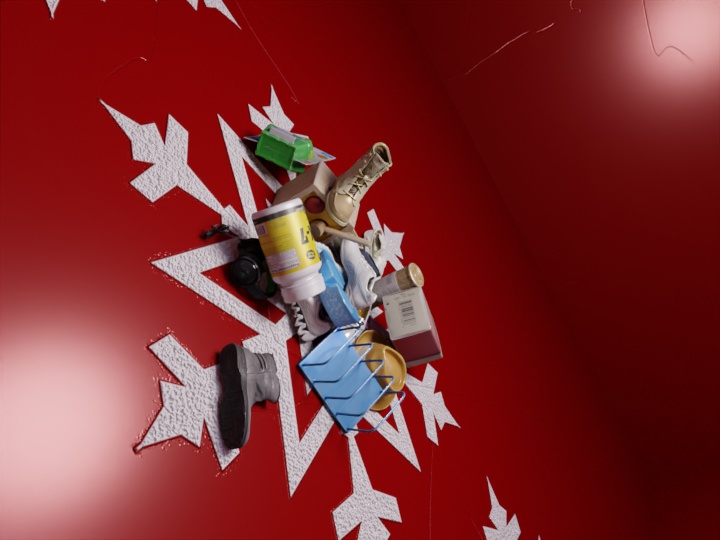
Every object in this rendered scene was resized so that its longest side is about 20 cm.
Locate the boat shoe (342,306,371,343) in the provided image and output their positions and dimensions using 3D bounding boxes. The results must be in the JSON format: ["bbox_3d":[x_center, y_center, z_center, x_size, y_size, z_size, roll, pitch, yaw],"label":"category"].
[{"bbox_3d":[-0.022,0.138,1.457,0.071,0.069,0.200,55,33,-12],"label":"boat shoe"}]

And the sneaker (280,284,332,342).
[{"bbox_3d":[-0.128,0.058,1.328,0.202,0.080,0.075,67,16,-4],"label":"sneaker"}]

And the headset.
[{"bbox_3d":[-0.250,-0.020,1.249,0.124,0.093,0.201,-86,154,-47],"label":"headset"}]

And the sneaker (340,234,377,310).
[{"bbox_3d":[0.000,0.000,1.468,0.070,0.079,0.203,19,57,-56],"label":"sneaker"}]

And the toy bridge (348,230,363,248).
[{"bbox_3d":[-0.016,-0.060,1.663,0.067,0.027,0.203,17,54,-55],"label":"toy bridge"}]

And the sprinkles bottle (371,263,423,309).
[{"bbox_3d":[0.071,0.049,1.543,0.068,0.199,0.069,36,40,-38],"label":"sprinkles bottle"}]

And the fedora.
[{"bbox_3d":[0.057,0.247,1.452,0.199,0.081,0.204,17,68,-47],"label":"fedora"}]

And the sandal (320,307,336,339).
[{"bbox_3d":[-0.080,0.110,1.380,0.075,0.045,0.202,-22,75,-37],"label":"sandal"}]

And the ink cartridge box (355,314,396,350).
[{"bbox_3d":[0.061,0.209,1.574,0.200,0.037,0.096,45,35,-33],"label":"ink cartridge box"}]

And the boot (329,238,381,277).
[{"bbox_3d":[-0.020,-0.049,1.564,0.075,0.096,0.202,4,63,-80],"label":"boot"}]

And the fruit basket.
[{"bbox_3d":[-0.175,-0.322,1.498,0.183,0.095,0.200,27,28,12],"label":"fruit basket"}]

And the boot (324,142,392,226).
[{"bbox_3d":[-0.002,-0.202,1.335,0.072,0.154,0.201,39,36,-19],"label":"boot"}]

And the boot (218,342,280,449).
[{"bbox_3d":[-0.201,0.241,1.111,0.131,0.069,0.203,31,47,-51],"label":"boot"}]

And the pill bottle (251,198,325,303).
[{"bbox_3d":[-0.149,-0.041,1.236,0.114,0.113,0.203,-33,107,-60],"label":"pill bottle"}]

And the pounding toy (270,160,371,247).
[{"bbox_3d":[-0.092,-0.134,1.444,0.200,0.183,0.143,46,35,-28],"label":"pounding toy"}]

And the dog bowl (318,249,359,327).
[{"bbox_3d":[-0.065,0.045,1.340,0.201,0.049,0.112,64,6,36],"label":"dog bowl"}]

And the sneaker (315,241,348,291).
[{"bbox_3d":[-0.095,0.005,1.444,0.200,0.078,0.091,41,40,-33],"label":"sneaker"}]

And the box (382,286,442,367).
[{"bbox_3d":[0.139,0.152,1.530,0.201,0.107,0.129,60,16,-57],"label":"box"}]

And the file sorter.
[{"bbox_3d":[-0.014,0.243,1.297,0.139,0.122,0.201,-41,105,-31],"label":"file sorter"}]

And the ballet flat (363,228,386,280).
[{"bbox_3d":[0.045,-0.043,1.708,0.069,0.069,0.202,34,42,-40],"label":"ballet flat"}]
